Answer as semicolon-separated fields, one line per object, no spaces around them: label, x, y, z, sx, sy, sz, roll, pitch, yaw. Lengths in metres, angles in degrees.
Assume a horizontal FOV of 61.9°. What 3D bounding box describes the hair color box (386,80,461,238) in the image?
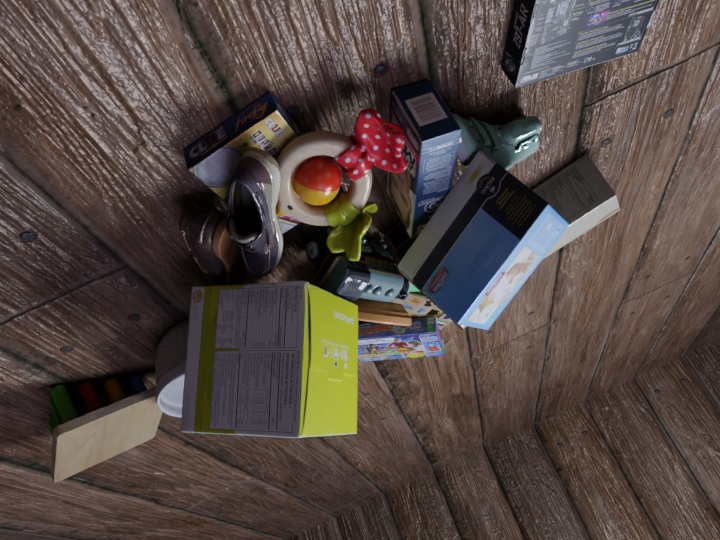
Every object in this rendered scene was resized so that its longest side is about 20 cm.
hair color box;0.083;-0.149;0.843;0.059;0.102;0.202;-18;148;-11

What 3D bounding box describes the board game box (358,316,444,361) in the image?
board game box;0.074;0.150;1.281;0.194;0.035;0.136;-6;151;13

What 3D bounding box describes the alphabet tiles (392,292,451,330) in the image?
alphabet tiles;0.093;0.089;1.218;0.195;0.008;0.167;14;148;-20

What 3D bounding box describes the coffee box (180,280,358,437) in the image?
coffee box;-0.123;0.138;0.891;0.193;0.206;0.199;-4;166;21

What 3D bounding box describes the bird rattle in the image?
bird rattle;-0.029;-0.113;0.760;0.158;0.115;0.202;6;138;-14

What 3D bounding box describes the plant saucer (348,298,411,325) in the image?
plant saucer;-0.003;0.067;1.079;0.194;0.039;0.200;8;178;0

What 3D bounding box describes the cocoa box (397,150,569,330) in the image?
cocoa box;0.176;-0.036;0.859;0.202;0.131;0.132;-54;150;13

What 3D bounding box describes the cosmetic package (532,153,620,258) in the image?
cosmetic package;0.357;-0.105;1.097;0.198;0.107;0.071;-33;150;17

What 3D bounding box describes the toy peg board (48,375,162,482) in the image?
toy peg board;-0.480;0.267;1.112;0.196;0.099;0.201;-20;153;-40

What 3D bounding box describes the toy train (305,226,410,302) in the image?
toy train;0.000;0.000;0.986;0.197;0.115;0.086;13;123;-45

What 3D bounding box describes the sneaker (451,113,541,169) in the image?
sneaker;0.193;-0.201;0.863;0.117;0.075;0.199;-31;159;23

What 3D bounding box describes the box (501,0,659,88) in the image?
box;0.287;-0.333;0.763;0.195;0.044;0.162;-19;148;-9

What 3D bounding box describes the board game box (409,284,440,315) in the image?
board game box;0.136;0.025;1.193;0.099;0.048;0.201;-23;149;-3

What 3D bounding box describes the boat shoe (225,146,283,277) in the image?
boat shoe;-0.140;-0.060;0.765;0.065;0.071;0.203;-51;163;-39

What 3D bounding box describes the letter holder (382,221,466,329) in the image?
letter holder;0.160;-0.020;1.029;0.142;0.101;0.199;-40;127;14

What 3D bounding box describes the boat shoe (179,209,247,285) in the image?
boat shoe;-0.207;-0.030;0.862;0.069;0.072;0.201;16;155;5

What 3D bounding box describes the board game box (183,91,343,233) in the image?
board game box;-0.120;-0.128;0.799;0.133;0.035;0.200;-30;148;9

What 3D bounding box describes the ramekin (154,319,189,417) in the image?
ramekin;-0.269;0.166;1.069;0.195;0.107;0.202;-17;148;-11
